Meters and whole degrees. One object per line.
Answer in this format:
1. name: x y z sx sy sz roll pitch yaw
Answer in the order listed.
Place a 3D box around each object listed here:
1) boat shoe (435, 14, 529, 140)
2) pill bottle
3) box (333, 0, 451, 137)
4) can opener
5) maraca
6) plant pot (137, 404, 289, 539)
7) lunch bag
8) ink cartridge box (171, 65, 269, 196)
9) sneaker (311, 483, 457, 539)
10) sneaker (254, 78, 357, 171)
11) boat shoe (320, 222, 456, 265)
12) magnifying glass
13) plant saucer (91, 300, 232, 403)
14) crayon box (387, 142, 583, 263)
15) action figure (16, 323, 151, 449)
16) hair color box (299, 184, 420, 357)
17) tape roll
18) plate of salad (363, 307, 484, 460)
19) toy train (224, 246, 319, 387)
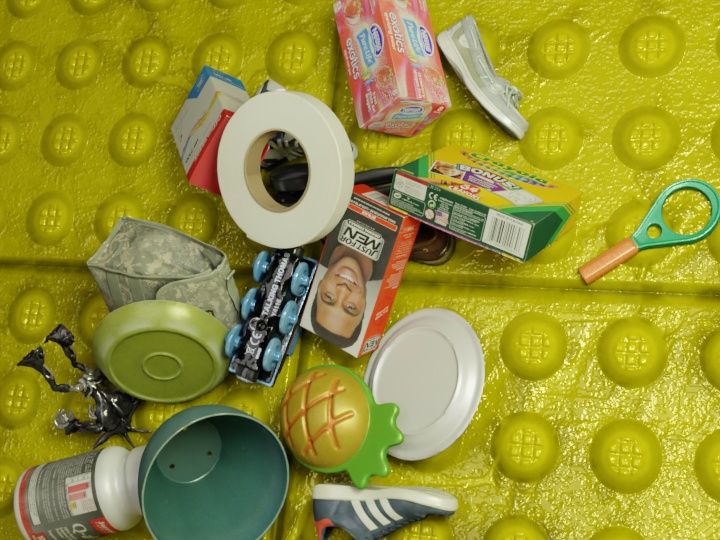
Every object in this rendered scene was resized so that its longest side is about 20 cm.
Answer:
1. boat shoe: 0.175 -0.265 1.567 0.064 0.074 0.204 -37 60 11
2. pill bottle: -0.366 0.309 1.580 0.197 0.116 0.118 -16 70 16
3. box: 0.043 -0.300 1.592 0.094 0.101 0.203 -32 62 44
4. can opener: -0.028 -0.111 1.605 0.196 0.079 0.065 -1 73 8
5. maraca: -0.028 0.200 1.484 0.198 0.106 0.139 24 91 38
6. plant pot: -0.209 0.261 1.514 0.202 0.199 0.134 -56 29 -2
7. lunch bag: -0.252 0.034 1.578 0.197 0.166 0.118 12 50 22
8. ink cartridge box: -0.201 -0.189 1.622 0.117 0.066 0.201 -57 34 22
9. sneaker: 0.031 0.319 1.462 0.197 0.075 0.086 -3 81 25
10. sneaker: -0.102 -0.175 1.639 0.198 0.079 0.130 38 92 24
11. boat shoe: 0.030 -0.053 1.562 0.197 0.068 0.073 7 78 22
12. magnifying glass: 0.369 -0.045 1.464 0.198 0.022 0.080 -32 67 7
13. plant saucer: -0.268 0.120 1.555 0.197 0.201 0.031 -17 44 14
14. crayon box: 0.162 -0.093 1.469 0.198 0.172 0.059 24 119 23
15. action figure: -0.388 0.174 1.635 0.201 0.102 0.119 50 62 -13
16. hair color box: 0.000 0.000 1.509 0.100 0.061 0.203 26 110 24
17. tape roll: -0.100 -0.131 1.492 0.200 0.037 0.207 5 99 29
18. plate of salad: 0.084 0.149 1.493 0.198 0.048 0.203 -20 59 35
19. toy train: -0.116 0.061 1.558 0.085 0.114 0.203 17 81 16
